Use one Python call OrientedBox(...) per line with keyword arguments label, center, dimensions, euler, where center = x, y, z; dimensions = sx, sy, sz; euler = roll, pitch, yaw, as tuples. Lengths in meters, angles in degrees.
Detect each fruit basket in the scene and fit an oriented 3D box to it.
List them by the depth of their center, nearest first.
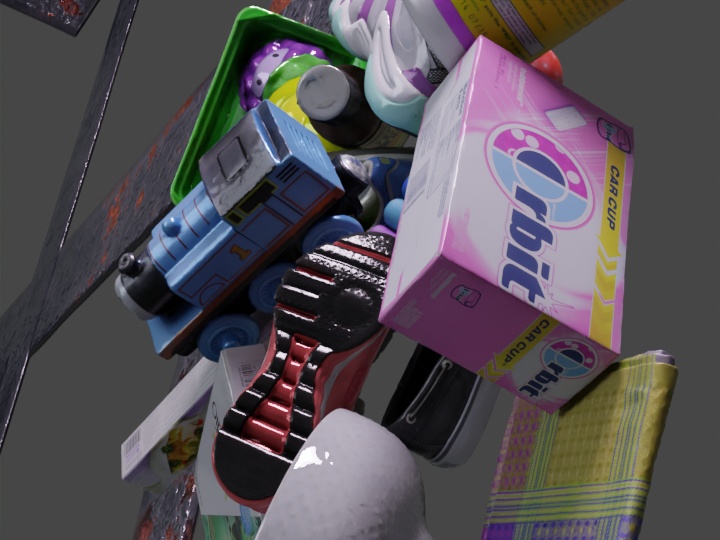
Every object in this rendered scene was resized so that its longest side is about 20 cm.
OrientedBox(label="fruit basket", center=(-0.069, -0.128, 1.336), dimensions=(0.216, 0.155, 0.217), euler=(-160, 90, -87))

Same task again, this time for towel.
OrientedBox(label="towel", center=(0.107, 0.140, 0.779), dimensions=(0.143, 0.023, 0.201), euler=(-23, 49, 61))

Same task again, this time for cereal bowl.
OrientedBox(label="cereal bowl", center=(-0.010, 0.189, 0.876), dimensions=(0.200, 0.083, 0.201), euler=(19, -90, -77))

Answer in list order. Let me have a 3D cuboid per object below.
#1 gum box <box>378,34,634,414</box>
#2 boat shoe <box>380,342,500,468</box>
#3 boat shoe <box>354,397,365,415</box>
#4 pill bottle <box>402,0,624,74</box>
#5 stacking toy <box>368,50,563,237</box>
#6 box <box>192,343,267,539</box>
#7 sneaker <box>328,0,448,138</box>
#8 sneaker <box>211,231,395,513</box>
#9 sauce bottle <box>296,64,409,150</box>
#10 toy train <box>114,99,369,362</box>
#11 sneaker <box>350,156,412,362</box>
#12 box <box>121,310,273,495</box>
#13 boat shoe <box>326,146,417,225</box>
OrientedBox(label="gum box", center=(0.088, -0.034, 0.837), dimensions=(0.066, 0.113, 0.201), euler=(-48, 20, 42))
OrientedBox(label="boat shoe", center=(0.063, 0.022, 0.940), dimensions=(0.070, 0.066, 0.201), euler=(10, 78, 69))
OrientedBox(label="boat shoe", center=(-0.066, 0.127, 1.146), dimensions=(0.200, 0.075, 0.074), euler=(-15, 58, 66))
OrientedBox(label="pill bottle", center=(0.124, -0.202, 0.900), dimensions=(0.200, 0.104, 0.104), euler=(-32, 32, 15))
OrientedBox(label="stacking toy", center=(0.072, -0.066, 1.005), dimensions=(0.201, 0.085, 0.085), euler=(-61, 21, 2))
OrientedBox(label="box", center=(-0.082, 0.164, 1.056), dimensions=(0.200, 0.036, 0.145), euler=(107, 151, -55))
OrientedBox(label="sneaker", center=(0.051, -0.196, 1.060), dimensions=(0.140, 0.077, 0.200), euler=(-56, 33, 24))
OrientedBox(label="sneaker", center=(-0.031, 0.065, 0.946), dimensions=(0.201, 0.073, 0.087), euler=(-60, -17, -19))
OrientedBox(label="sauce bottle", center=(-0.006, -0.123, 1.138), dimensions=(0.065, 0.064, 0.200), euler=(-65, -11, 7))
OrientedBox(label="toy train", center=(-0.086, -0.020, 1.036), dimensions=(0.200, 0.114, 0.087), euler=(-42, 41, 16))
OrientedBox(label="sneaker", center=(0.000, 0.000, 1.106), dimensions=(0.201, 0.077, 0.076), euler=(-62, 23, 19))
OrientedBox(label="box", center=(-0.113, 0.095, 1.131), dimensions=(0.200, 0.039, 0.042), euler=(-47, 33, 25))
OrientedBox(label="boat shoe", center=(-0.034, -0.061, 1.142), dimensions=(0.201, 0.072, 0.060), euler=(-15, 35, 10))
